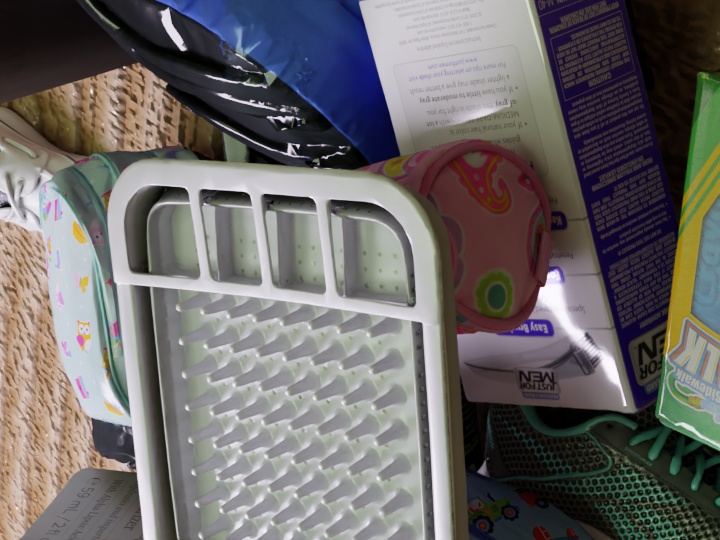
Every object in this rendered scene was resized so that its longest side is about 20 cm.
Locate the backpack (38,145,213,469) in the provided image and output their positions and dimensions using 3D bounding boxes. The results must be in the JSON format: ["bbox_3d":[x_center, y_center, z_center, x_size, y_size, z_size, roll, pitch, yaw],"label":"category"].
[{"bbox_3d":[-0.131,0.022,1.053,0.166,0.126,0.202,0,100,58],"label":"backpack"}]

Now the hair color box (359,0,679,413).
[{"bbox_3d":[0.079,-0.040,0.753,0.109,0.065,0.202,-1,108,50],"label":"hair color box"}]

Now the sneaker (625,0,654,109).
[{"bbox_3d":[0.092,-0.146,0.778,0.081,0.073,0.202,20,118,37],"label":"sneaker"}]

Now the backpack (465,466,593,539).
[{"bbox_3d":[0.016,0.179,0.798,0.199,0.134,0.184,21,110,23],"label":"backpack"}]

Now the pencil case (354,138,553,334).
[{"bbox_3d":[0.000,0.000,0.755,0.199,0.087,0.088,-18,91,53],"label":"pencil case"}]

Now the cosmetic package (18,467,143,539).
[{"bbox_3d":[-0.109,0.238,1.028,0.198,0.165,0.167,3,110,12],"label":"cosmetic package"}]

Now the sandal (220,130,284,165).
[{"bbox_3d":[-0.045,-0.039,0.985,0.048,0.075,0.203,-9,95,17],"label":"sandal"}]

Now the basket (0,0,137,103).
[{"bbox_3d":[-0.203,-0.171,1.009,0.179,0.199,0.137,6,109,48],"label":"basket"}]

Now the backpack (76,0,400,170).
[{"bbox_3d":[-0.041,-0.152,0.851,0.200,0.162,0.168,36,91,39],"label":"backpack"}]

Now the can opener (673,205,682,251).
[{"bbox_3d":[0.113,-0.022,0.821,0.199,0.052,0.067,28,128,41],"label":"can opener"}]

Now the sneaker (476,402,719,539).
[{"bbox_3d":[0.139,0.099,0.800,0.198,0.077,0.092,12,119,31],"label":"sneaker"}]

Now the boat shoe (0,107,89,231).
[{"bbox_3d":[-0.242,-0.058,1.200,0.199,0.065,0.074,27,123,40],"label":"boat shoe"}]

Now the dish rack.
[{"bbox_3d":[-0.024,0.052,0.683,0.170,0.043,0.202,6,106,36],"label":"dish rack"}]

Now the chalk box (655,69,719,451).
[{"bbox_3d":[0.208,0.019,0.674,0.123,0.124,0.202,24,122,41],"label":"chalk box"}]

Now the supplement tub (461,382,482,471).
[{"bbox_3d":[0.003,0.066,0.925,0.122,0.122,0.202,6,108,47],"label":"supplement tub"}]
